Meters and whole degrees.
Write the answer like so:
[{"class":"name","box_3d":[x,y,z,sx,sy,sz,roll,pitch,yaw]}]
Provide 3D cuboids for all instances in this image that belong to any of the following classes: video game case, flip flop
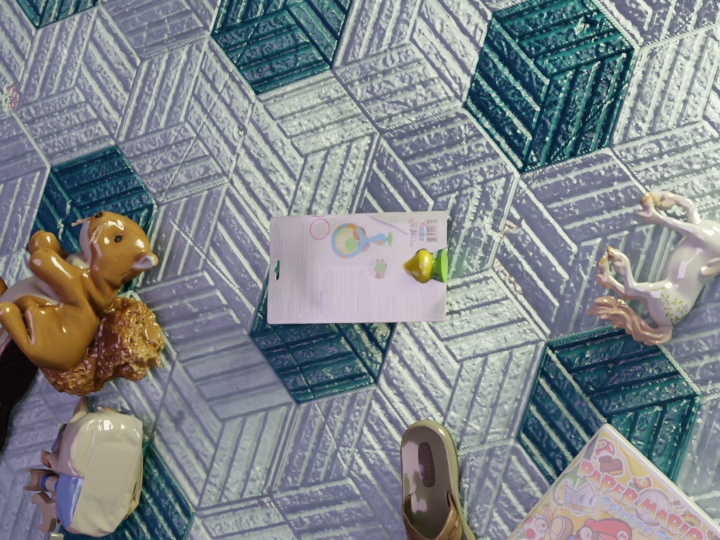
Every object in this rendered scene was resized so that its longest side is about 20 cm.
[{"class":"video game case","box_3d":[0.255,0.285,1.250,0.200,0.023,0.183,43,101,21]},{"class":"flip flop","box_3d":[0.076,0.254,1.310,0.080,0.057,0.204,-12,80,21]}]

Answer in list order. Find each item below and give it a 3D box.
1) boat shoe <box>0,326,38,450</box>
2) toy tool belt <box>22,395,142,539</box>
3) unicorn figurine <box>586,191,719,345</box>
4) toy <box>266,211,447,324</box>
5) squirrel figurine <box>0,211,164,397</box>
[{"class":"boat shoe","box_3d":[-0.449,0.136,1.541,0.076,0.071,0.202,29,95,38]},{"class":"toy tool belt","box_3d":[-0.319,0.250,1.459,0.122,0.124,0.203,10,85,54]},{"class":"unicorn figurine","box_3d":[0.317,-0.014,1.236,0.137,0.074,0.202,36,113,12]},{"class":"toy","box_3d":[0.000,0.000,1.374,0.197,0.047,0.117,-2,81,19]},{"class":"squirrel figurine","box_3d":[-0.305,0.036,1.463,0.186,0.141,0.201,-38,110,-11]}]
